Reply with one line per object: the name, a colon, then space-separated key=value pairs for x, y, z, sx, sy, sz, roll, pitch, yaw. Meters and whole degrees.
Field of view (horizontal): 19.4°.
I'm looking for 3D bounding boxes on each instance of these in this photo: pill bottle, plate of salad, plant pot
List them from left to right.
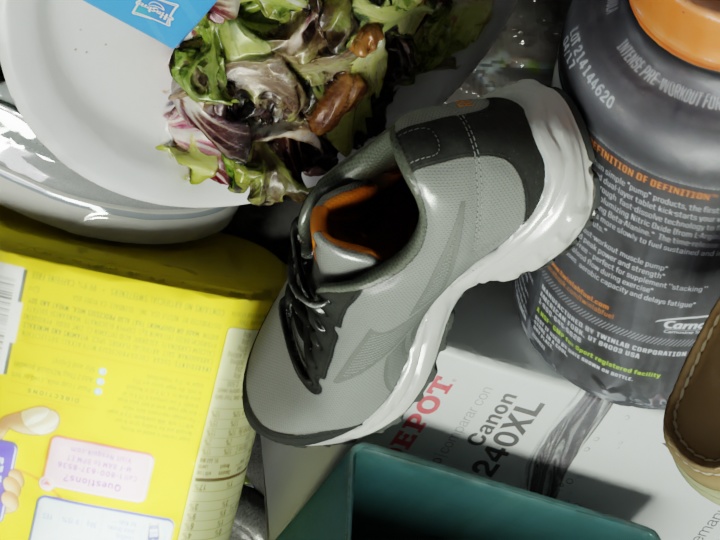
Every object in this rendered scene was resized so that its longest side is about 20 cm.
plate of salad: x=-0.022 y=-0.095 z=0.695 sx=0.199 sy=0.048 sz=0.201 roll=-18 pitch=137 yaw=-18
plant pot: x=0.012 y=0.189 z=0.852 sx=0.141 sy=0.142 sz=0.200 roll=18 pitch=145 yaw=-19
pill bottle: x=0.116 y=-0.045 z=0.741 sx=0.106 sy=0.107 sz=0.200 roll=11 pitch=144 yaw=3

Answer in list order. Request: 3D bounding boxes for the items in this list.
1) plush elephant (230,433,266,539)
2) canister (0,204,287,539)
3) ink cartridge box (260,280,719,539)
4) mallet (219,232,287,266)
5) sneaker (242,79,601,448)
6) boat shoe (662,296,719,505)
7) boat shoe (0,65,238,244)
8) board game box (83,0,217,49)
plush elephant: x=-0.003 y=0.168 z=1.024 sx=0.164 sy=0.155 sz=0.200 roll=3 pitch=143 yaw=14
canister: x=-0.117 y=0.079 z=0.871 sx=0.148 sy=0.087 sz=0.201 roll=12 pitch=108 yaw=-9
ink cartridge box: x=0.073 y=0.071 z=0.886 sx=0.199 sy=0.084 sz=0.145 roll=16 pitch=131 yaw=-19
mallet: x=-0.001 y=-0.022 z=0.876 sx=0.066 sy=0.041 sz=0.200 roll=28 pitch=138 yaw=-25
sneaker: x=0.000 y=0.000 z=0.744 sx=0.079 sy=0.074 sz=0.200 roll=-3 pitch=150 yaw=-34
boat shoe: x=0.157 y=-0.016 z=0.656 sx=0.074 sy=0.200 sz=0.066 roll=40 pitch=-174 yaw=41
boat shoe: x=-0.131 y=-0.074 z=0.822 sx=0.199 sy=0.072 sz=0.069 roll=24 pitch=130 yaw=-12
board game box: x=-0.096 y=-0.187 z=0.538 sx=0.195 sy=0.201 sz=0.056 roll=27 pitch=144 yaw=-18
